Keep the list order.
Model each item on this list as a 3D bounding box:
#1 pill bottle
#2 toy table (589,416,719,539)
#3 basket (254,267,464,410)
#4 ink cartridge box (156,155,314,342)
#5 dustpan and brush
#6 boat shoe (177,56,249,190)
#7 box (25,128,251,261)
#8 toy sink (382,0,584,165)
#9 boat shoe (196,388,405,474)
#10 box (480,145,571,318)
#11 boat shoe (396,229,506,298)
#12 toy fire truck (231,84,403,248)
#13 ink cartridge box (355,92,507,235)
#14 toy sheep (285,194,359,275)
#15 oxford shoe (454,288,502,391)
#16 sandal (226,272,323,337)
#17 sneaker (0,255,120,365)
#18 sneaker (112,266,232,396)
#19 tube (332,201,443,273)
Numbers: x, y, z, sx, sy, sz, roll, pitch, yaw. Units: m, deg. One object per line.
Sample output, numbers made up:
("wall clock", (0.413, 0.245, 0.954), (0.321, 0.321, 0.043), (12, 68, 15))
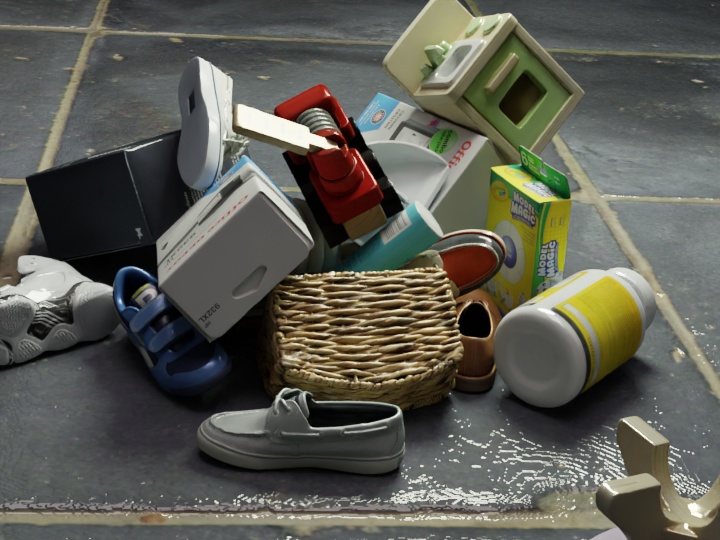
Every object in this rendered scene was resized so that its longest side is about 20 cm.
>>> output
("pill bottle", (0.239, 0.064, 1.460), (0.112, 0.113, 0.200), (22, 30, 33))
("toy table", (0.268, 0.217, 1.131), (0.199, 0.118, 0.184), (-14, 31, -36))
("basket", (-0.002, 0.095, 1.417), (0.199, 0.149, 0.143), (-2, 58, -14))
("ink cartridge box", (-0.137, -0.028, 1.414), (0.145, 0.084, 0.200), (-43, 17, 3))
("dustpan and brush", (-0.009, -0.108, 1.603), (0.200, 0.140, 0.057), (24, -12, 41))
("boat shoe", (-0.163, -0.161, 1.569), (0.086, 0.075, 0.202), (21, 37, -29))
("box", (-0.263, -0.100, 1.652), (0.196, 0.118, 0.200), (-9, 12, 40))
("toy sink", (0.149, -0.231, 1.632), (0.131, 0.200, 0.112), (-51, 21, -10))
("boat shoe", (-0.055, 0.145, 1.286), (0.200, 0.072, 0.070), (4, 25, 0))
("box", (0.190, -0.034, 1.558), (0.048, 0.201, 0.117), (-7, 26, -23))
("boat shoe", (0.072, 0.011, 1.531), (0.199, 0.071, 0.063), (-19, 15, 24))
("toy fire truck", (-0.060, -0.142, 1.486), (0.128, 0.200, 0.176), (-27, 47, 0))
("ink cartridge box", (0.077, -0.099, 1.683), (0.200, 0.146, 0.147), (28, 77, 42))
("toy sheep", (-0.092, -0.028, 1.594), (0.199, 0.139, 0.138), (-5, 26, -30))
("oxford shoe", (0.131, 0.058, 1.507), (0.071, 0.072, 0.200), (3, 23, 2))
("sandal", (-0.119, 0.047, 1.496), (0.200, 0.058, 0.080), (-7, 23, 18))
("sneaker", (-0.368, 0.041, 1.466), (0.199, 0.075, 0.115), (-11, 28, -40))
("sneaker", (-0.205, 0.062, 1.410), (0.074, 0.083, 0.200), (-33, 39, -20))
("tube", (0.000, 0.000, 1.518), (0.200, 0.050, 0.077), (-36, 9, 15))
